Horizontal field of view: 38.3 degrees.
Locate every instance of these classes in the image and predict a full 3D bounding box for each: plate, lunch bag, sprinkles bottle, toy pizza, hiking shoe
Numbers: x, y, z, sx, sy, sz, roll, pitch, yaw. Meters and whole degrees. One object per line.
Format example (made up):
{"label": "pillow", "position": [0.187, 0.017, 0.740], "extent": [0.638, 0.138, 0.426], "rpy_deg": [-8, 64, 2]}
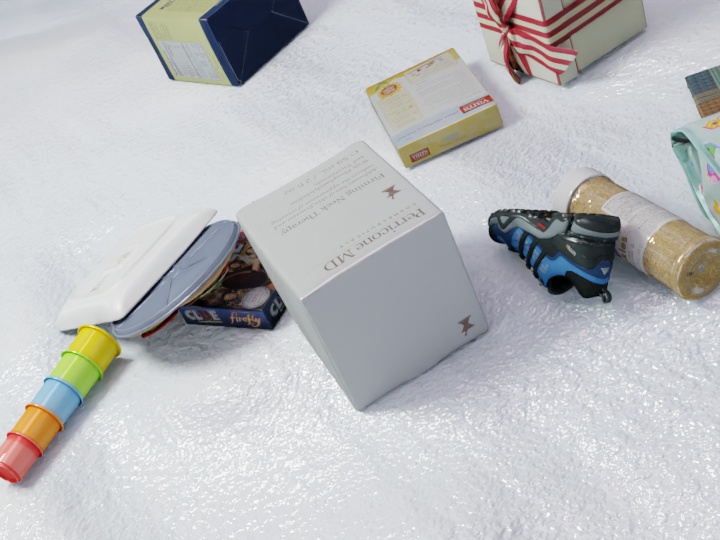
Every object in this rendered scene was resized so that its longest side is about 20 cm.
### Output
{"label": "plate", "position": [-0.298, -0.007, 1.343], "extent": [0.199, 0.032, 0.200], "rpy_deg": [-10, 36, 51]}
{"label": "lunch bag", "position": [0.415, -0.102, 1.010], "extent": [0.170, 0.122, 0.200], "rpy_deg": [-22, 41, 6]}
{"label": "sprinkles bottle", "position": [0.281, -0.042, 1.058], "extent": [0.068, 0.068, 0.200], "rpy_deg": [-33, 36, -11]}
{"label": "toy pizza", "position": [-0.218, 0.014, 1.256], "extent": [0.200, 0.032, 0.200], "rpy_deg": [-34, 22, 16]}
{"label": "hiking shoe", "position": [0.189, -0.019, 1.079], "extent": [0.074, 0.087, 0.200], "rpy_deg": [1, 5, -22]}

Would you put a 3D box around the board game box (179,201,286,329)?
{"label": "board game box", "position": [-0.123, -0.012, 1.292], "extent": [0.135, 0.035, 0.200], "rpy_deg": [1, 43, 33]}

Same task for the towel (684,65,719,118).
{"label": "towel", "position": [0.488, -0.215, 1.195], "extent": [0.200, 0.022, 0.147], "rpy_deg": [-16, 36, 16]}

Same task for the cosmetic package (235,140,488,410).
{"label": "cosmetic package", "position": [0.000, 0.000, 1.092], "extent": [0.167, 0.167, 0.200], "rpy_deg": [-31, 37, -8]}

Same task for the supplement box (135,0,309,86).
{"label": "supplement box", "position": [-0.241, -0.437, 1.813], "extent": [0.199, 0.134, 0.200], "rpy_deg": [14, 51, 41]}

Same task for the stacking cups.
{"label": "stacking cups", "position": [-0.352, 0.157, 1.206], "extent": [0.060, 0.061, 0.200], "rpy_deg": [0, 47, 31]}

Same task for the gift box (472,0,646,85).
{"label": "gift box", "position": [0.257, -0.368, 1.386], "extent": [0.187, 0.185, 0.200], "rpy_deg": [-33, 30, -14]}

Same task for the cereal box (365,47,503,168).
{"label": "cereal box", "position": [0.097, -0.226, 1.426], "extent": [0.144, 0.040, 0.200], "rpy_deg": [-24, 36, 3]}
